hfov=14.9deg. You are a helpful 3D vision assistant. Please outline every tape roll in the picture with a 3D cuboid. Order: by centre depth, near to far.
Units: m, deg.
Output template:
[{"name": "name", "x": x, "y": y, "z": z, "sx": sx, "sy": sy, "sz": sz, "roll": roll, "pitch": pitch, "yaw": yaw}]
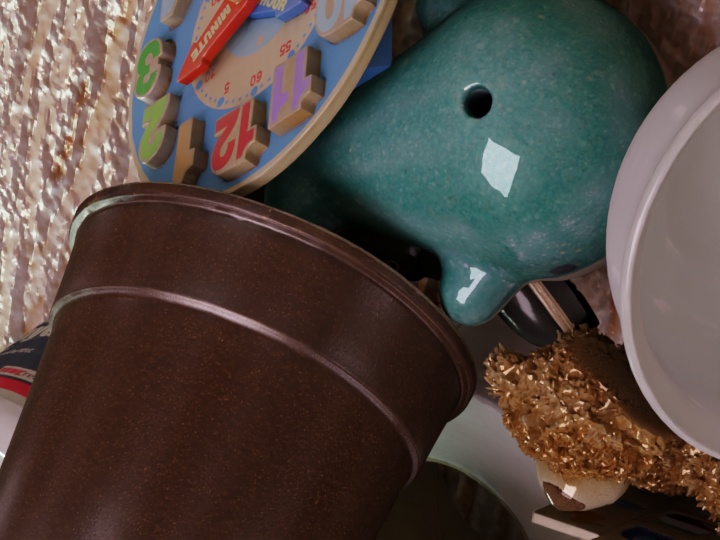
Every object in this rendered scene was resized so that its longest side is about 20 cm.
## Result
[{"name": "tape roll", "x": 0.061, "y": 0.121, "z": 1.365, "sx": 0.202, "sy": 0.071, "sz": 0.203, "roll": 20, "pitch": 128, "yaw": 28}]

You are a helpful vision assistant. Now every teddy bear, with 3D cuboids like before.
[{"name": "teddy bear", "x": 0.131, "y": 0.071, "z": 1.193, "sx": 0.145, "sy": 0.200, "sz": 0.067, "roll": 40, "pitch": 111, "yaw": 13}]

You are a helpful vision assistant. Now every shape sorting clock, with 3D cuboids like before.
[{"name": "shape sorting clock", "x": -0.044, "y": -0.121, "z": 1.228, "sx": 0.039, "sy": 0.201, "sz": 0.200, "roll": 23, "pitch": 149, "yaw": -35}]

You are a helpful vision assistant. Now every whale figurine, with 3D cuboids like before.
[{"name": "whale figurine", "x": 0.035, "y": -0.056, "z": 1.192, "sx": 0.199, "sy": 0.104, "sz": 0.160, "roll": -7, "pitch": 78, "yaw": 22}]

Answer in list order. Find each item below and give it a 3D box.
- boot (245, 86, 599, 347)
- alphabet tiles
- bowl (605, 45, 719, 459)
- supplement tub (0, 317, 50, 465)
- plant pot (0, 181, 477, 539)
[{"name": "boot", "x": 0.000, "y": 0.000, "z": 1.284, "sx": 0.200, "sy": 0.138, "sz": 0.077, "roll": 44, "pitch": 180, "yaw": 21}, {"name": "alphabet tiles", "x": 0.176, "y": 0.119, "z": 1.186, "sx": 0.166, "sy": 0.200, "sz": 0.006, "roll": 18, "pitch": 106, "yaw": 30}, {"name": "bowl", "x": 0.176, "y": -0.026, "z": 1.125, "sx": 0.090, "sy": 0.200, "sz": 0.202, "roll": -133, "pitch": 32, "yaw": -55}, {"name": "supplement tub", "x": -0.121, "y": 0.083, "z": 1.393, "sx": 0.140, "sy": 0.200, "sz": 0.141, "roll": 20, "pitch": 127, "yaw": 28}, {"name": "plant pot", "x": -0.077, "y": 0.098, "z": 1.209, "sx": 0.200, "sy": 0.199, "sz": 0.200, "roll": 20, "pitch": 155, "yaw": 10}]
